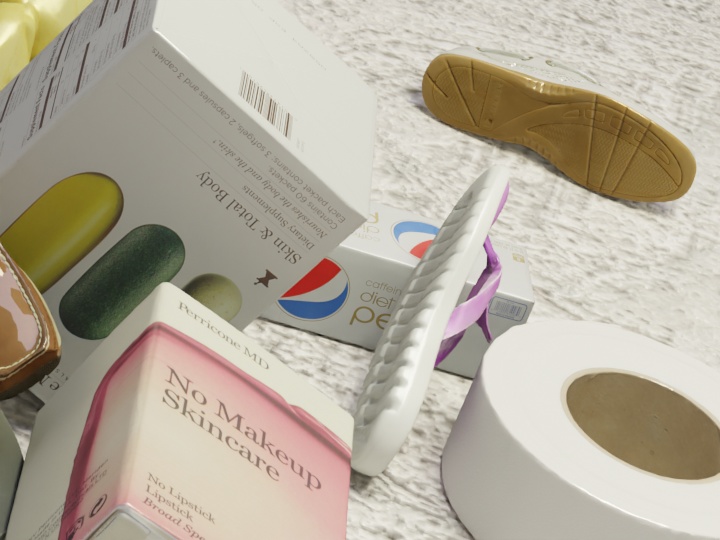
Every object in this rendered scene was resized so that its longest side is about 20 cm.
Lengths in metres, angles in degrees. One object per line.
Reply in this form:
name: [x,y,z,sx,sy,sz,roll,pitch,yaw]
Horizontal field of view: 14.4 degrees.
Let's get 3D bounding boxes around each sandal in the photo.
sandal: [0.047,0.034,1.602,0.050,0.082,0.203,31,64,-12]

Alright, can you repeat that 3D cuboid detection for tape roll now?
tape roll: [0.148,0.112,1.595,0.201,0.071,0.203,16,29,-9]

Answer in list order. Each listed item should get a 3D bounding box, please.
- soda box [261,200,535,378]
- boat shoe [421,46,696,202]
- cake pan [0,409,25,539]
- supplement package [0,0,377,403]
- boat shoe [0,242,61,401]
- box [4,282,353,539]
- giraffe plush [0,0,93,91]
soda box: [0.000,0.000,1.691,0.199,0.064,0.068,17,28,-11]
boat shoe: [0.144,-0.112,1.980,0.199,0.071,0.069,24,30,7]
cake pan: [-0.238,0.077,1.356,0.200,0.037,0.201,34,24,-17]
supplement package: [-0.114,-0.046,1.500,0.152,0.200,0.151,41,23,-18]
boat shoe: [-0.221,-0.020,1.384,0.076,0.074,0.200,-36,62,-17]
box: [-0.085,0.121,1.338,0.128,0.109,0.200,36,25,-17]
giraffe plush: [-0.225,-0.123,1.675,0.162,0.201,0.172,4,20,42]
